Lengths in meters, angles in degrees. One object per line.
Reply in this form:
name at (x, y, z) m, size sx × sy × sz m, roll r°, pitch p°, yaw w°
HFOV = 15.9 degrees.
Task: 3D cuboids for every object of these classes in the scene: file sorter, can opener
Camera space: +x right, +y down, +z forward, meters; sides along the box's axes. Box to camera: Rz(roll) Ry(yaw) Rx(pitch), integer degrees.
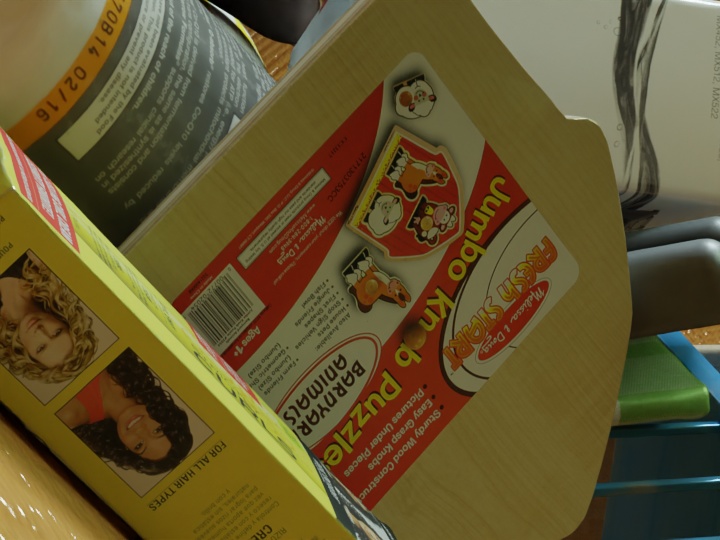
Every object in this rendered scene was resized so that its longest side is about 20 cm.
file sorter at (0.097, 0.122, 1.049) m, size 0.200 × 0.122 × 0.140 m, roll -127°, pitch -142°, yaw -61°
can opener at (0.044, 0.004, 0.964) m, size 0.053 × 0.198 × 0.067 m, roll -51°, pitch 133°, yaw -63°

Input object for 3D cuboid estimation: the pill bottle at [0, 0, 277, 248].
pill bottle at (-0.083, -0.038, 0.892) m, size 0.200 × 0.116 × 0.116 m, roll 45°, pitch 4°, yaw -43°

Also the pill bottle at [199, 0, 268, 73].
pill bottle at (-0.093, -0.066, 1.119) m, size 0.114 × 0.114 × 0.200 m, roll 48°, pitch 3°, yaw -10°

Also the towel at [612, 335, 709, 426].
towel at (0.023, 0.037, 1.046) m, size 0.149 × 0.198 × 0.031 m, roll -122°, pitch -148°, yaw -59°

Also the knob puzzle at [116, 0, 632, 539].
knob puzzle at (0.014, 0.021, 0.887) m, size 0.220 × 0.220 × 0.030 m, roll 47°, pitch -16°, yaw -28°

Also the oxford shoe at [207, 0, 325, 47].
oxford shoe at (-0.092, -0.155, 1.109) m, size 0.200 × 0.071 × 0.072 m, roll 40°, pitch 45°, yaw 24°

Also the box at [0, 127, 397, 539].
box at (-0.061, 0.046, 0.786) m, size 0.200 × 0.050 × 0.075 m, roll 47°, pitch 4°, yaw -24°

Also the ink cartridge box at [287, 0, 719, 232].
ink cartridge box at (0.077, -0.054, 1.024) m, size 0.198 × 0.084 × 0.145 m, roll 8°, pitch -14°, yaw -10°

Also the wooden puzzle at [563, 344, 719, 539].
wooden puzzle at (0.144, 0.118, 1.193) m, size 0.199 × 0.046 × 0.187 m, roll 0°, pitch -70°, yaw 41°
